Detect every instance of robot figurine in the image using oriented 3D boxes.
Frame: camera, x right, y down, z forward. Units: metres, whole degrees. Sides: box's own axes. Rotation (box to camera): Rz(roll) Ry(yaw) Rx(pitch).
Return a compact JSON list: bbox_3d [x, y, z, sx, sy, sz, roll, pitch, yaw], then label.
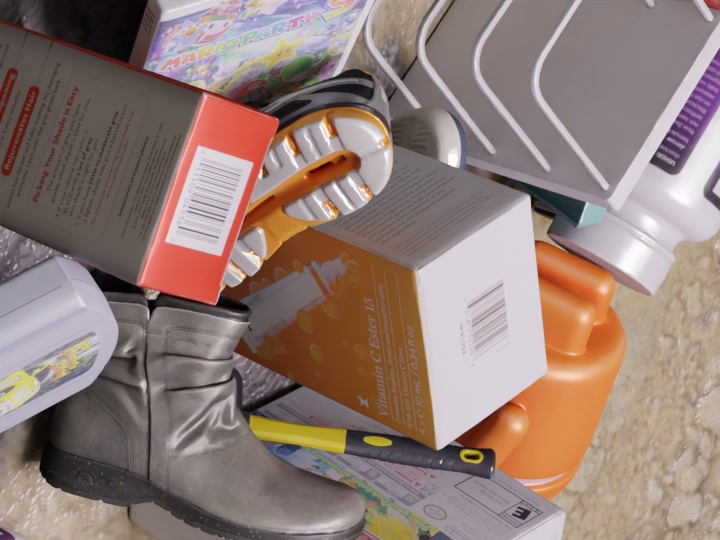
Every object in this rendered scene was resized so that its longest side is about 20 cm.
[{"bbox_3d":[0.106,0.078,1.635,0.116,0.144,0.200,1,130,-19],"label":"robot figurine"}]

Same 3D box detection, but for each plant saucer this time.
[{"bbox_3d":[0.133,-0.075,1.573,0.019,0.200,0.070,18,98,-13],"label":"plant saucer"}]

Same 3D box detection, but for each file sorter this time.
[{"bbox_3d":[0.089,-0.148,1.471,0.139,0.200,0.125,-57,135,-13],"label":"file sorter"}]

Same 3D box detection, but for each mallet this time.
[{"bbox_3d":[-0.017,0.094,1.490,0.199,0.066,0.041,4,147,-11],"label":"mallet"}]

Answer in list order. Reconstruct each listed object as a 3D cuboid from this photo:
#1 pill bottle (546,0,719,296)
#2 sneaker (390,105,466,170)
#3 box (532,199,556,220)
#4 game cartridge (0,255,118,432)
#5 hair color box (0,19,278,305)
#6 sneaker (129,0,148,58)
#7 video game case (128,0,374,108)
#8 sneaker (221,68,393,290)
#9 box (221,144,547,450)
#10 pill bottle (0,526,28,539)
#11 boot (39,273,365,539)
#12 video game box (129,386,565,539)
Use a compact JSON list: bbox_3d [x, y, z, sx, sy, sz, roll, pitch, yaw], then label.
[{"bbox_3d":[0.207,-0.089,1.604,0.111,0.111,0.200,35,84,-50],"label":"pill bottle"},{"bbox_3d":[0.052,-0.035,1.521,0.084,0.075,0.200,-10,150,-19],"label":"sneaker"},{"bbox_3d":[0.189,-0.123,1.698,0.070,0.064,0.201,9,99,-49],"label":"box"},{"bbox_3d":[-0.189,0.050,1.257,0.133,0.041,0.200,-32,172,-13],"label":"game cartridge"},{"bbox_3d":[-0.143,-0.061,1.241,0.061,0.200,0.102,16,95,-51],"label":"hair color box"},{"bbox_3d":[-0.043,-0.157,1.377,0.200,0.115,0.076,-60,140,-11],"label":"sneaker"},{"bbox_3d":[-0.067,-0.110,1.334,0.143,0.018,0.200,-20,159,-25],"label":"video game case"},{"bbox_3d":[-0.062,-0.049,1.359,0.078,0.200,0.077,55,29,-28],"label":"sneaker"},{"bbox_3d":[0.000,0.000,1.431,0.097,0.200,0.125,-33,129,-34],"label":"box"},{"bbox_3d":[-0.233,0.190,1.323,0.200,0.112,0.113,14,96,-50],"label":"pill bottle"},{"bbox_3d":[-0.082,0.079,1.402,0.068,0.199,0.131,-87,-169,-76],"label":"boot"},{"bbox_3d":[-0.008,0.149,1.489,0.182,0.200,0.047,-22,131,-41],"label":"video game box"}]
